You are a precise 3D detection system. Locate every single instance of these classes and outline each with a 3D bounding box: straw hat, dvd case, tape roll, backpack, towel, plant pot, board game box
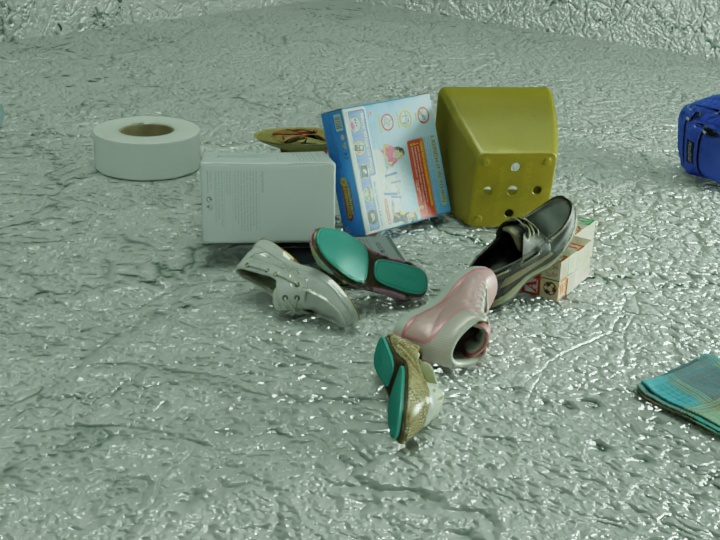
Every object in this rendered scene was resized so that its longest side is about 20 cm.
[{"bbox_3d":[-0.102,-0.205,2.004,0.198,0.086,0.201,1,16,0],"label":"straw hat"},{"bbox_3d":[-0.037,-0.013,1.611,0.197,0.025,0.151,-2,22,-11],"label":"dvd case"},{"bbox_3d":[-0.398,-0.231,2.063,0.199,0.072,0.203,1,22,0],"label":"tape roll"},{"bbox_3d":[0.685,-0.248,2.075,0.166,0.165,0.200,-13,27,-25],"label":"backpack"},{"bbox_3d":[0.430,0.153,1.241,0.145,0.022,0.199,-14,27,-34],"label":"towel"},{"bbox_3d":[0.232,-0.177,1.839,0.197,0.202,0.177,-1,33,-7],"label":"plant pot"},{"bbox_3d":[0.044,-0.171,1.771,0.194,0.203,0.056,-16,8,-40],"label":"board game box"}]

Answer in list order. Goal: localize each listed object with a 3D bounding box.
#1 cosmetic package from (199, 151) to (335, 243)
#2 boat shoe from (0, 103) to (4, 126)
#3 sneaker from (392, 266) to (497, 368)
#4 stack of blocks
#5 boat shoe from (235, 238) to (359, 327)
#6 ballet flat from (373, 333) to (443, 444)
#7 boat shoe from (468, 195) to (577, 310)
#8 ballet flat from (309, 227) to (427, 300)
[{"bbox_3d":[-0.142,-0.114,1.684,0.197,0.125,0.199,-2,11,-5],"label":"cosmetic package"},{"bbox_3d":[-0.806,-0.302,2.217,0.090,0.072,0.200,5,15,11],"label":"boat shoe"},{"bbox_3d":[0.137,0.062,1.368,0.104,0.076,0.199,14,32,38],"label":"sneaker"},{"bbox_3d":[0.281,-0.026,1.624,0.114,0.059,0.199,15,25,29],"label":"stack of blocks"},{"bbox_3d":[-0.087,0.031,1.455,0.199,0.071,0.069,29,60,35],"label":"boat shoe"},{"bbox_3d":[0.059,0.128,1.217,0.064,0.071,0.201,13,24,-11],"label":"ballet flat"},{"bbox_3d":[0.221,-0.033,1.496,0.200,0.074,0.074,-46,53,-13],"label":"boat shoe"},{"bbox_3d":[0.000,0.000,1.478,0.198,0.070,0.071,20,-26,-32],"label":"ballet flat"}]
